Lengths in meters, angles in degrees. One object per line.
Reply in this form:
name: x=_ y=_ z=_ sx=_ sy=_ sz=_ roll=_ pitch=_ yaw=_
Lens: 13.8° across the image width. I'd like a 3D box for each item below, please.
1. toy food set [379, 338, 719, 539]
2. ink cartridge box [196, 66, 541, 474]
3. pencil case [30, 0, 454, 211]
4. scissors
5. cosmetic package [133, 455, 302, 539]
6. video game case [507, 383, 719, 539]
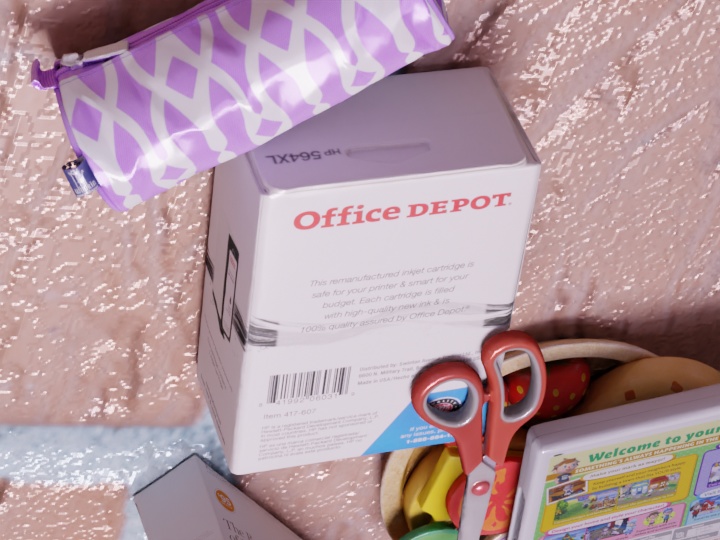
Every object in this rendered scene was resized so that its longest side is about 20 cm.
toy food set: x=0.107 y=0.118 z=1.711 sx=0.200 sy=0.049 sz=0.198 roll=4 pitch=130 yaw=-26
ink cartridge box: x=0.000 y=0.000 z=1.528 sx=0.146 sy=0.084 sz=0.200 roll=-7 pitch=134 yaw=-17
pencil case: x=-0.055 y=-0.105 z=1.414 sx=0.200 sy=0.084 sz=0.086 roll=-27 pitch=113 yaw=2
scissors: x=0.071 y=0.106 z=1.594 sx=0.073 sy=0.014 sz=0.200 roll=-20 pitch=137 yaw=-8
cosmetic package: x=-0.045 y=0.189 z=1.695 sx=0.051 sy=0.083 sz=0.200 roll=-37 pitch=135 yaw=11
video game case: x=0.178 y=0.131 z=1.703 sx=0.200 sy=0.022 sz=0.182 roll=-12 pitch=140 yaw=-17
